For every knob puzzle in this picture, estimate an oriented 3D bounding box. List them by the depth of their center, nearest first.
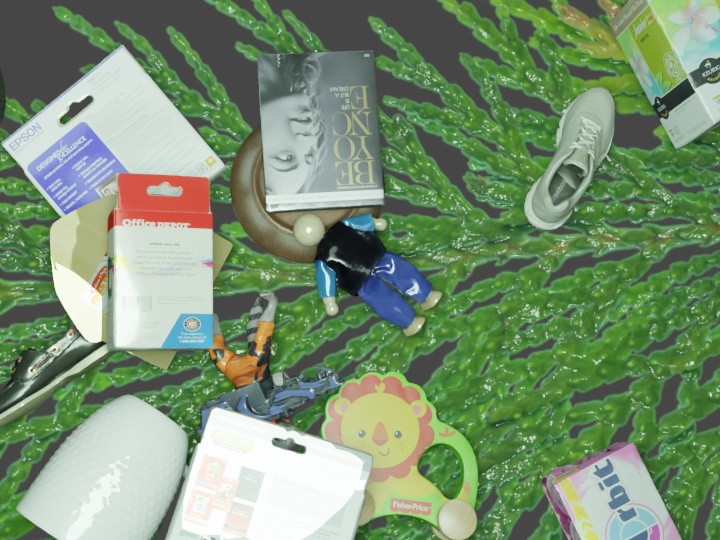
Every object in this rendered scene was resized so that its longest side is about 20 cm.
[{"bbox_3d":[-0.281,-0.003,1.348,0.218,0.030,0.221,2,83,-19],"label":"knob puzzle"}]

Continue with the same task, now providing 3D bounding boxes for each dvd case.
[{"bbox_3d":[-0.050,-0.175,1.401,0.148,0.016,0.202,-3,82,-6],"label":"dvd case"}]

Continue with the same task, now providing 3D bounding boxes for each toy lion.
[{"bbox_3d":[0.047,0.223,1.372,0.198,0.069,0.193,9,74,-4],"label":"toy lion"}]

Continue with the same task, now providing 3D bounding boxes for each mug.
[{"bbox_3d":[-0.267,0.256,1.305,0.200,0.147,0.176,43,70,-28],"label":"mug"}]

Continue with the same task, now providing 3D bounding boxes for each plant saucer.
[{"bbox_3d":[-0.066,-0.110,1.416,0.199,0.037,0.202,1,82,-4],"label":"plant saucer"}]

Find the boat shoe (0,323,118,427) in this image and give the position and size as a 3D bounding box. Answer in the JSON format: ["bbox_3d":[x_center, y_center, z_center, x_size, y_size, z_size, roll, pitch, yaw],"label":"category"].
[{"bbox_3d":[-0.382,0.123,1.337,0.201,0.074,0.063,-37,88,-15],"label":"boat shoe"}]

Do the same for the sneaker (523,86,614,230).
[{"bbox_3d":[0.279,-0.147,1.423,0.075,0.092,0.201,25,81,-2],"label":"sneaker"}]

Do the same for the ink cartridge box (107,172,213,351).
[{"bbox_3d":[-0.235,-0.008,1.312,0.115,0.067,0.202,2,83,-20],"label":"ink cartridge box"}]

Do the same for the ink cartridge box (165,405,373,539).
[{"bbox_3d":[-0.102,0.265,1.266,0.199,0.084,0.177,18,79,-3],"label":"ink cartridge box"}]

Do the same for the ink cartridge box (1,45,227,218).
[{"bbox_3d":[-0.304,-0.141,1.394,0.198,0.043,0.200,-40,90,-9],"label":"ink cartridge box"}]

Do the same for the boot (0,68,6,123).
[{"bbox_3d":[-0.519,-0.258,1.388,0.130,0.068,0.201,-15,76,-2],"label":"boot"}]

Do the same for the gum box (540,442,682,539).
[{"bbox_3d":[0.316,0.316,1.375,0.113,0.066,0.201,-25,85,-10],"label":"gum box"}]

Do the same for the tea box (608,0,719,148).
[{"bbox_3d":[0.464,-0.298,1.440,0.199,0.134,0.198,-28,85,-8],"label":"tea box"}]

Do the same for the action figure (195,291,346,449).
[{"bbox_3d":[-0.104,0.124,1.349,0.199,0.105,0.195,-14,88,18],"label":"action figure"}]

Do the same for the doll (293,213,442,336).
[{"bbox_3d":[0.000,0.000,1.379,0.200,0.048,0.137,38,79,-12],"label":"doll"}]
